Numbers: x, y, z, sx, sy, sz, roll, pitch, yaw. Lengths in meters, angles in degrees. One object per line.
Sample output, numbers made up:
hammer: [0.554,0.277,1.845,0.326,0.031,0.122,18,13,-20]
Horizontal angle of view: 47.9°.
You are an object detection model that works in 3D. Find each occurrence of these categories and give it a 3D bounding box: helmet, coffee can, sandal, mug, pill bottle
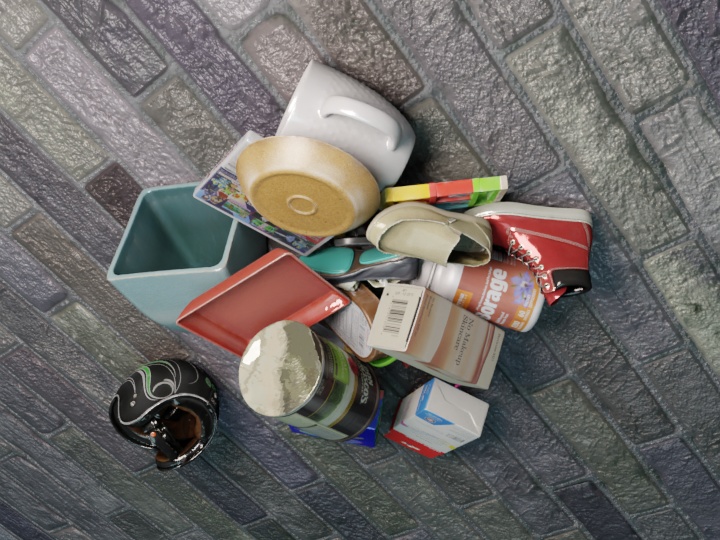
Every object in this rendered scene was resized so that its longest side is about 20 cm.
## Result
helmet: [-0.367,0.261,1.523,0.199,0.191,0.201,-9,111,-23]
coffee can: [-0.076,0.178,1.267,0.146,0.147,0.200,-15,153,22]
sandal: [0.033,-0.067,1.210,0.075,0.200,0.048,-2,99,44]
mug: [-0.013,-0.190,1.106,0.175,0.148,0.200,24,171,-12]
pill bottle: [0.183,0.018,1.268,0.199,0.112,0.113,16,129,-1]

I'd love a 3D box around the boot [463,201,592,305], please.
boot: [0.242,-0.021,1.200,0.199,0.145,0.072,4,158,10]

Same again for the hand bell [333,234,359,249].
hand bell: [-0.037,-0.061,1.287,0.104,0.104,0.200,-14,135,21]

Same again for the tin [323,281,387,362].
tin: [-0.016,0.067,1.310,0.042,0.200,0.112,-14,126,-30]

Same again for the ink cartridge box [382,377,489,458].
ink cartridge box: [0.133,0.275,1.483,0.116,0.067,0.200,27,149,-10]

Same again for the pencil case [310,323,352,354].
pencil case: [-0.106,0.115,1.425,0.200,0.083,0.091,39,87,-17]

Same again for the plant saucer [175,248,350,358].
plant saucer: [-0.143,0.048,1.204,0.199,0.037,0.200,-31,148,12]

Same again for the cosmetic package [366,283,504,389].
cosmetic package: [0.117,0.101,1.223,0.200,0.104,0.087,26,166,-40]

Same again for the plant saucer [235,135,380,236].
plant saucer: [-0.074,-0.099,1.079,0.199,0.036,0.201,10,150,6]

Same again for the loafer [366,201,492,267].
loafer: [0.106,-0.045,1.135,0.199,0.068,0.076,1,132,-23]

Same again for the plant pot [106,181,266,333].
plant pot: [-0.250,-0.005,1.303,0.195,0.197,0.200,-5,139,16]

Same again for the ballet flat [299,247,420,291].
ballet flat: [0.000,0.000,1.242,0.199,0.073,0.073,-6,126,23]

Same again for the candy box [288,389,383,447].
candy box: [-0.046,0.259,1.471,0.168,0.077,0.200,10,161,4]

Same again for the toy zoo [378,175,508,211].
toy zoo: [0.106,-0.105,1.171,0.199,0.131,0.021,-6,85,3]

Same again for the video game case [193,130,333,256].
video game case: [-0.114,-0.102,1.148,0.199,0.023,0.182,28,146,-23]

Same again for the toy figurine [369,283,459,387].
toy figurine: [0.107,0.135,1.380,0.184,0.151,0.200,32,151,-25]
